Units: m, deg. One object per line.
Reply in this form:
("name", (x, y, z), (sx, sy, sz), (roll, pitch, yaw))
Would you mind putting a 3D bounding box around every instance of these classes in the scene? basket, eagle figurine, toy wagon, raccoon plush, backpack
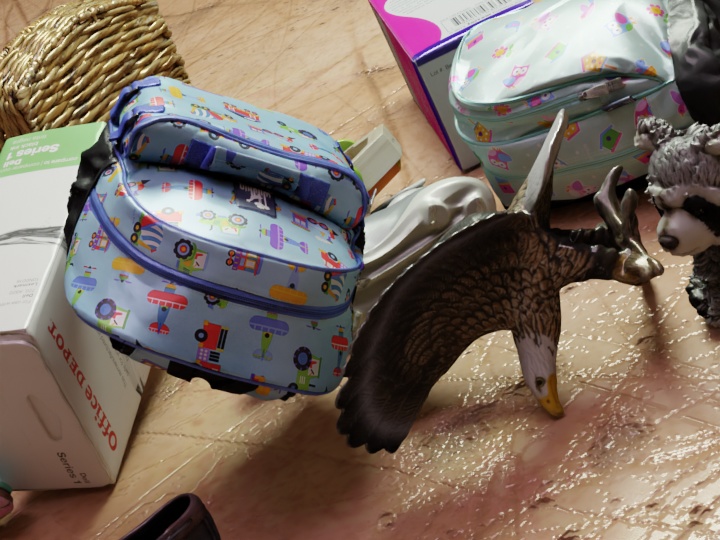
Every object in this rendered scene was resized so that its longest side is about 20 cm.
("basket", (-0.285, -0.173, 1.694), (0.149, 0.143, 0.200), (3, 37, 44))
("eagle figurine", (0.071, 0.019, 1.018), (0.199, 0.152, 0.151), (-17, 46, 5))
("toy wagon", (-0.054, -0.030, 1.284), (0.200, 0.040, 0.155), (-41, 7, 8))
("raccoon plush", (0.223, -0.059, 1.012), (0.097, 0.134, 0.200), (-8, 30, 34))
("backpack", (-0.079, -0.013, 1.028), (0.182, 0.135, 0.200), (18, 16, -12))
("backpack", (0.162, -0.123, 1.206), (0.199, 0.127, 0.167), (-17, 29, 24))

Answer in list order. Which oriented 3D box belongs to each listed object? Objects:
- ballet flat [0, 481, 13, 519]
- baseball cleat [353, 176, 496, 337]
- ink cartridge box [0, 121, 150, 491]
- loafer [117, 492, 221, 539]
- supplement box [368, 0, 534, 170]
("ballet flat", (-0.312, 0.150, 1.170), (0.199, 0.069, 0.071), (13, 67, 31))
("baseball cleat", (0.000, 0.000, 1.207), (0.200, 0.070, 0.106), (-26, 9, -7))
("ink cartridge box", (-0.198, 0.024, 1.174), (0.084, 0.146, 0.200), (-6, 41, 18))
("loafer", (-0.159, 0.179, 0.938), (0.200, 0.063, 0.072), (-24, 25, -32))
("supplement box", (0.084, -0.172, 1.401), (0.101, 0.104, 0.200), (-25, 26, 1))
